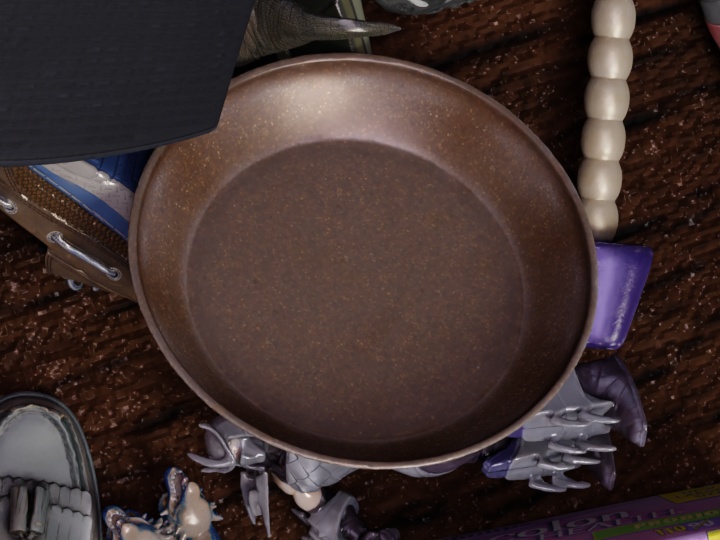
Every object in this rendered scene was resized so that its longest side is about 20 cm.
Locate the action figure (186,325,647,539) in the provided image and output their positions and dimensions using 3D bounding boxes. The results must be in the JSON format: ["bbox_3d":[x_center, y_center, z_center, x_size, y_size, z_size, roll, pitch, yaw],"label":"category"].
[{"bbox_3d":[0.021,0.072,1.130,0.198,0.070,0.131,-4,140,-12],"label":"action figure"}]

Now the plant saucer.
[{"bbox_3d":[0.000,0.000,1.070,0.199,0.037,0.202,4,60,-7],"label":"plant saucer"}]

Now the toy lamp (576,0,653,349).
[{"bbox_3d":[0.113,-0.065,1.163,0.058,0.058,0.202,7,92,-12],"label":"toy lamp"}]

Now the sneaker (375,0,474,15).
[{"bbox_3d":[0.061,-0.205,1.141,0.074,0.079,0.201,18,106,-56],"label":"sneaker"}]

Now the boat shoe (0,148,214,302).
[{"bbox_3d":[-0.106,-0.028,1.110,0.200,0.072,0.073,44,41,-30],"label":"boat shoe"}]

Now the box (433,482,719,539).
[{"bbox_3d":[0.117,0.215,1.161,0.174,0.097,0.202,-9,95,-11],"label":"box"}]

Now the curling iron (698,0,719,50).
[{"bbox_3d":[0.177,-0.123,1.165,0.049,0.026,0.201,-32,114,-3],"label":"curling iron"}]

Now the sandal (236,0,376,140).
[{"bbox_3d":[-0.029,-0.153,1.128,0.079,0.057,0.202,5,114,25],"label":"sandal"}]

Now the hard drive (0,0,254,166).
[{"bbox_3d":[-0.121,-0.101,0.974,0.199,0.042,0.136,-7,126,-42],"label":"hard drive"}]

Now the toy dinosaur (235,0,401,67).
[{"bbox_3d":[-0.082,-0.126,1.095,0.198,0.103,0.077,7,50,-6],"label":"toy dinosaur"}]

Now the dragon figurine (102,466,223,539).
[{"bbox_3d":[-0.042,0.175,1.144,0.059,0.099,0.201,-38,119,-8],"label":"dragon figurine"}]

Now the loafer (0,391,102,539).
[{"bbox_3d":[-0.151,0.156,1.119,0.071,0.063,0.202,7,93,-12],"label":"loafer"}]
